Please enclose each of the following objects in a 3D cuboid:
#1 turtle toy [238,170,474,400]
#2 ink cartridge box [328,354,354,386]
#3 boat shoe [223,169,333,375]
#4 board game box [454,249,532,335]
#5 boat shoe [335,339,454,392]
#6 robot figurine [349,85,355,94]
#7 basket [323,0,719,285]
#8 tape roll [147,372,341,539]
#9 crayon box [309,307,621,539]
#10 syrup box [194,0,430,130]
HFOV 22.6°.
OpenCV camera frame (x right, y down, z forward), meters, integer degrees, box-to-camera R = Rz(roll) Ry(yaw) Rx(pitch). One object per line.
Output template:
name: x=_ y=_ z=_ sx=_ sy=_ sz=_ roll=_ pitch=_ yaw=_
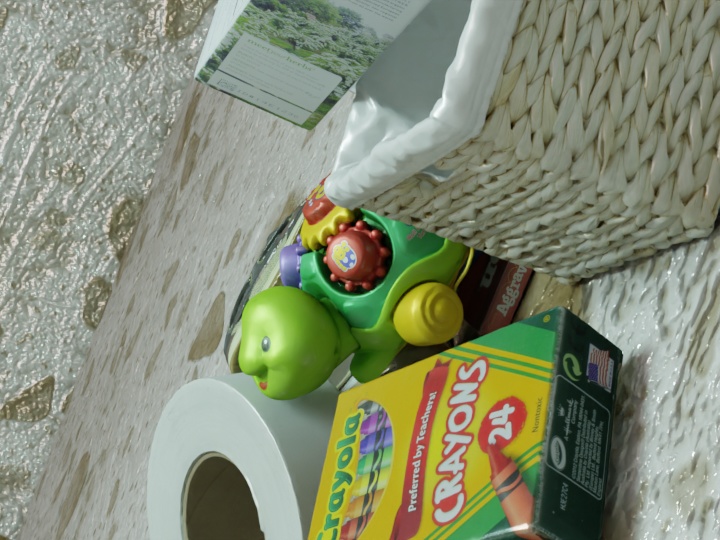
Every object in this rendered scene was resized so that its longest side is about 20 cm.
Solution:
turtle toy: x=0.000 y=0.000 z=1.121 sx=0.201 sy=0.101 sz=0.146 roll=-59 pitch=21 yaw=-21
ink cartridge box: x=-0.053 y=0.119 z=1.350 sx=0.145 sy=0.084 sz=0.200 roll=-84 pitch=20 yaw=-45
boat shoe: x=-0.036 y=-0.011 z=1.242 sx=0.202 sy=0.072 sz=0.066 roll=-58 pitch=33 yaw=1
board game box: x=0.108 y=-0.060 z=1.141 sx=0.103 sy=0.019 sz=0.201 roll=-135 pitch=66 yaw=-74
boat shoe: x=-0.003 y=0.119 z=1.187 sx=0.068 sy=0.074 sz=0.201 roll=-88 pitch=24 yaw=-67
robot figurine: x=0.052 y=-0.222 z=1.386 sx=0.169 sy=0.113 sz=0.201 roll=-10 pitch=-54 yaw=-66
basket: x=0.102 y=-0.118 z=0.957 sx=0.198 sy=0.160 sz=0.201 roll=153 pitch=135 yaw=-69
tape roll: x=-0.061 y=0.165 z=1.158 sx=0.202 sy=0.070 sz=0.204 roll=10 pitch=102 yaw=54
crayon box: x=0.039 y=0.110 z=0.937 sx=0.199 sy=0.051 sz=0.128 roll=-26 pitch=41 yaw=41
syrup box: x=-0.017 y=-0.160 z=0.975 sx=0.200 sy=0.078 sz=0.082 roll=-42 pitch=29 yaw=59
